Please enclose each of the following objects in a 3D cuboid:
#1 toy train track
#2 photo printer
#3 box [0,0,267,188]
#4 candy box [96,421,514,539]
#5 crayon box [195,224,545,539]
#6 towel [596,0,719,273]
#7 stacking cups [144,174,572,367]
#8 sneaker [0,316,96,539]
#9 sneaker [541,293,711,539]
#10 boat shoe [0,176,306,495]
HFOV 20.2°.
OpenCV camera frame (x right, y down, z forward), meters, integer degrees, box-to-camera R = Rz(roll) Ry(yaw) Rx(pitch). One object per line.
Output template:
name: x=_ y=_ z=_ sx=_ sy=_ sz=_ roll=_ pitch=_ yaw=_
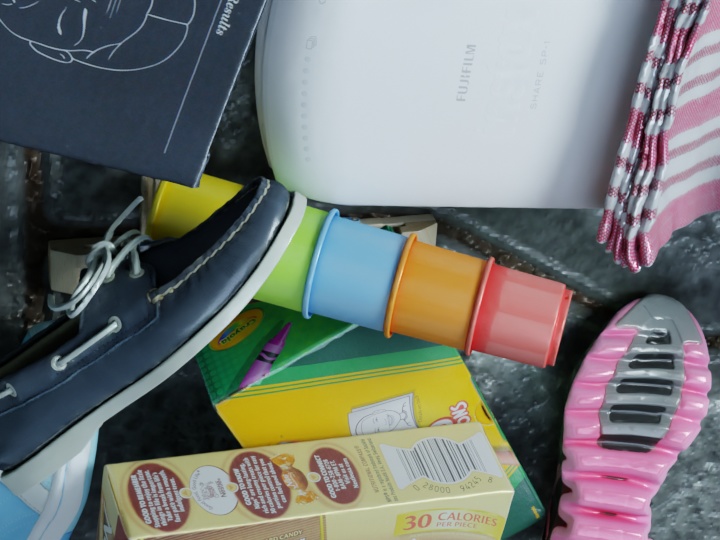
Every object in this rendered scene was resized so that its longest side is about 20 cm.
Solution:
toy train track: x=-0.056 y=-0.004 z=1.014 sx=0.198 sy=0.033 sz=0.115 roll=-5 pitch=122 yaw=-14
photo printer: x=0.050 y=-0.110 z=0.956 sx=0.198 sy=0.070 sz=0.167 roll=1 pitch=121 yaw=-16
box: x=-0.144 y=-0.143 z=0.858 sx=0.199 sy=0.107 sz=0.149 roll=14 pitch=116 yaw=-22
candy box: x=-0.032 y=0.144 z=1.010 sx=0.198 sy=0.055 sz=0.116 roll=-4 pitch=130 yaw=-20
crayon box: x=0.007 y=0.083 z=1.055 sx=0.118 sy=0.058 sz=0.200 roll=-29 pitch=133 yaw=2
towel: x=0.178 y=-0.107 z=0.965 sx=0.146 sy=0.030 sz=0.201 roll=-28 pitch=137 yaw=-52
stacking cups: x=0.000 y=0.000 z=0.948 sx=0.198 sy=0.061 sz=0.061 roll=14 pitch=119 yaw=3
sneaker: x=-0.208 y=0.104 z=1.000 sx=0.130 sy=0.080 sz=0.201 roll=10 pitch=119 yaw=-22
sneaker: x=0.136 y=0.109 z=1.117 sx=0.078 sy=0.095 sz=0.202 roll=14 pitch=93 yaw=-5
boat shoe: x=-0.107 y=0.020 z=0.901 sx=0.200 sy=0.075 sz=0.062 roll=-40 pitch=102 yaw=25
